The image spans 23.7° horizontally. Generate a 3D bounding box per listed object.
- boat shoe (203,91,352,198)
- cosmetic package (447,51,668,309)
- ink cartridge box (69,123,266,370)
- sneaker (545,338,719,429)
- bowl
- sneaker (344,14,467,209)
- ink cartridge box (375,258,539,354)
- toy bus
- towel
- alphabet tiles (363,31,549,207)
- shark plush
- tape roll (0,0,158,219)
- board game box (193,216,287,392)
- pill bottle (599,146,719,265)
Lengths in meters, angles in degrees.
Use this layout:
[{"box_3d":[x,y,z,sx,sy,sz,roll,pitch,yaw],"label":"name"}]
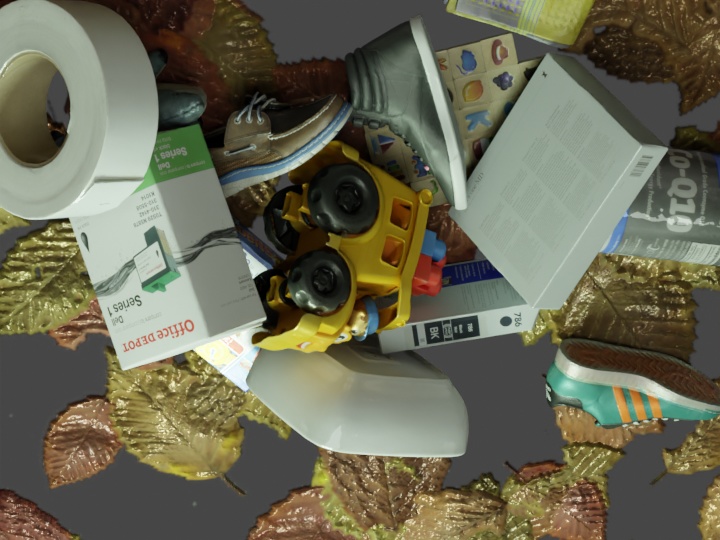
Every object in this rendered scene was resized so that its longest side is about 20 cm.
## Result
[{"box_3d":[-0.099,-0.129,1.659,0.199,0.072,0.073,-26,111,30],"label":"boat shoe"},{"box_3d":[0.189,-0.086,1.676,0.051,0.151,0.201,1,129,-47],"label":"cosmetic package"},{"box_3d":[-0.192,-0.019,1.651,0.145,0.084,0.202,-21,88,43],"label":"ink cartridge box"},{"box_3d":[0.297,0.135,1.875,0.198,0.072,0.080,15,123,-7],"label":"sneaker"},{"box_3d":[0.004,0.118,1.756,0.198,0.199,0.075,8,106,-33],"label":"bowl"},{"box_3d":[0.042,-0.143,1.681,0.098,0.071,0.202,-16,114,8],"label":"sneaker"},{"box_3d":[0.113,0.030,1.776,0.198,0.100,0.040,-10,122,3],"label":"ink cartridge box"},{"box_3d":[0.000,0.000,1.693,0.191,0.202,0.135,23,160,-25],"label":"toy bus"},{"box_3d":[0.177,-0.313,1.621,0.142,0.023,0.201,19,118,-14],"label":"towel"},{"box_3d":[0.103,-0.148,1.723,0.198,0.006,0.168,-14,120,4],"label":"alphabet tiles"},{"box_3d":[-0.242,-0.143,1.654,0.198,0.084,0.092,-12,121,3],"label":"shark plush"},{"box_3d":[-0.280,-0.148,1.585,0.071,0.202,0.203,-7,136,-54],"label":"tape roll"},{"box_3d":[-0.143,0.023,1.789,0.135,0.035,0.200,-40,117,18],"label":"board game box"},{"box_3d":[0.328,-0.065,1.727,0.198,0.114,0.115,6,120,-8],"label":"pill bottle"}]
